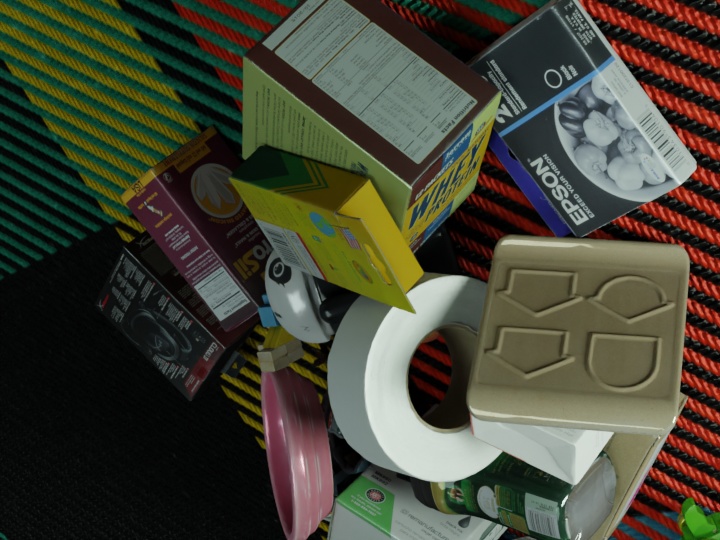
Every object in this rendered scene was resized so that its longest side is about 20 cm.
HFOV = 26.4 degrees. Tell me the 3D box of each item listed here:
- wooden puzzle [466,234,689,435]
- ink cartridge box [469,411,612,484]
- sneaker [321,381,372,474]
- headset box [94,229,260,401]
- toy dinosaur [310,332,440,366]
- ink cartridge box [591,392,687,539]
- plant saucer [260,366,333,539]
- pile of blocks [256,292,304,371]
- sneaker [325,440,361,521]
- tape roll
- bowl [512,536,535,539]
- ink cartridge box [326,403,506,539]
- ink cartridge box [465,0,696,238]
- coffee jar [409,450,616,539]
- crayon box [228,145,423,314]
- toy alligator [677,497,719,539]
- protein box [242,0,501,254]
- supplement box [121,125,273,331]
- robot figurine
[{"bbox_3d":[0.202,0.061,1.405,0.185,0.200,0.046,3,143,14],"label":"wooden puzzle"},{"bbox_3d":[0.203,0.092,1.450,0.116,0.200,0.068,23,144,27],"label":"ink cartridge box"},{"bbox_3d":[0.001,0.197,1.780,0.079,0.096,0.200,5,150,34],"label":"sneaker"},{"bbox_3d":[-0.224,0.058,1.926,0.200,0.077,0.149,43,141,6],"label":"headset box"},{"bbox_3d":[0.033,0.064,1.722,0.181,0.105,0.200,1,157,31],"label":"toy dinosaur"},{"bbox_3d":[0.226,0.166,1.594,0.165,0.075,0.200,33,138,17],"label":"ink cartridge box"},{"bbox_3d":[-0.069,0.197,1.694,0.201,0.051,0.201,173,90,-78],"label":"plant saucer"},{"bbox_3d":[-0.083,0.019,1.682,0.062,0.200,0.082,-6,142,46],"label":"pile of blocks"},{"bbox_3d":[-0.029,0.247,1.899,0.079,0.078,0.200,43,152,14],"label":"sneaker"},{"bbox_3d":[0.069,0.101,1.494,0.071,0.202,0.203,5,125,58],"label":"tape roll"},{"bbox_3d":[0.197,0.366,1.750,0.200,0.094,0.201,9,132,10],"label":"bowl"},{"bbox_3d":[0.081,0.258,1.707,0.146,0.200,0.084,29,134,22],"label":"ink cartridge box"},{"bbox_3d":[0.180,-0.130,1.422,0.198,0.043,0.200,52,143,-4],"label":"ink cartridge box"},{"bbox_3d":[0.151,0.213,1.562,0.200,0.104,0.085,11,125,38],"label":"coffee jar"},{"bbox_3d":[-0.023,-0.039,1.439,0.200,0.051,0.127,22,151,47],"label":"crayon box"},{"bbox_3d":[0.366,0.312,1.605,0.054,0.059,0.200,-9,123,1],"label":"toy alligator"},{"bbox_3d":[0.005,-0.137,1.465,0.200,0.135,0.199,39,159,12],"label":"protein box"},{"bbox_3d":[-0.161,-0.047,1.753,0.200,0.110,0.086,52,141,-4],"label":"supplement box"},{"bbox_3d":[0.000,-0.001,1.591,0.150,0.200,0.125,56,-163,-74],"label":"robot figurine"}]
